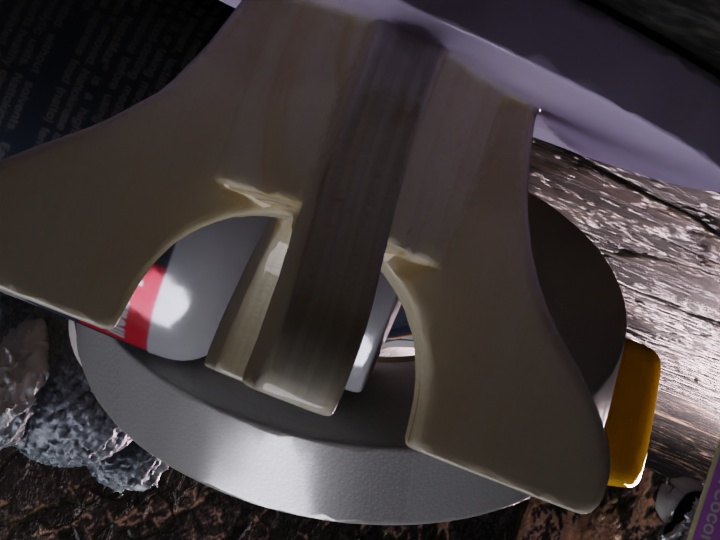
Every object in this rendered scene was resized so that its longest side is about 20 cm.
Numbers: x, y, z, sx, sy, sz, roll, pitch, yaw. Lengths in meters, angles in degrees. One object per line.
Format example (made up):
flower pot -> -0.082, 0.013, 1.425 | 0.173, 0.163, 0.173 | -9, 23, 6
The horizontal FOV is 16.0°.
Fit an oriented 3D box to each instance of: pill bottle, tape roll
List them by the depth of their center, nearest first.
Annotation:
pill bottle -> -0.075, -0.038, 0.847 | 0.199, 0.120, 0.120 | 22, 177, 3
tape roll -> -0.004, 0.015, 0.933 | 0.202, 0.037, 0.203 | 7, -146, -5

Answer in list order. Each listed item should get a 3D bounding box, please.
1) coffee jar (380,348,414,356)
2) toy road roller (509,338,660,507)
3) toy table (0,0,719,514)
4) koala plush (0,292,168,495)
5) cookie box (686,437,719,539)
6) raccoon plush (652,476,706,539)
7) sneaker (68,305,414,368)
coffee jar -> 0.000, 0.000, 1.216 | 0.104, 0.086, 0.200 | 22, 176, 15
toy road roller -> 0.086, 0.069, 1.499 | 0.146, 0.123, 0.200 | 3, 166, 33
toy table -> -0.008, -0.024, 0.660 | 0.199, 0.118, 0.184 | 22, 177, 5
koala plush -> -0.131, 0.015, 1.329 | 0.183, 0.201, 0.177 | 20, 175, 33
cookie box -> 0.177, 0.105, 0.995 | 0.075, 0.172, 0.200 | 18, 175, 16
raccoon plush -> 0.239, 0.135, 1.311 | 0.097, 0.134, 0.200 | 27, 175, -42
sneaker -> -0.019, 0.000, 1.051 | 0.199, 0.079, 0.079 | -10, 161, -21
